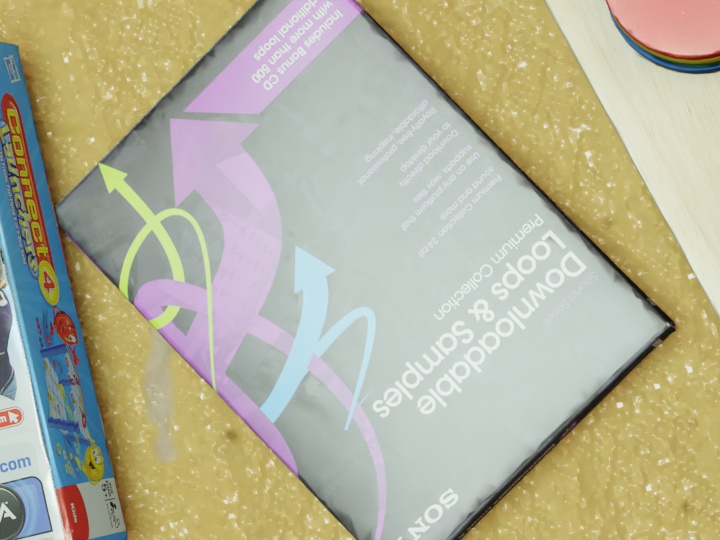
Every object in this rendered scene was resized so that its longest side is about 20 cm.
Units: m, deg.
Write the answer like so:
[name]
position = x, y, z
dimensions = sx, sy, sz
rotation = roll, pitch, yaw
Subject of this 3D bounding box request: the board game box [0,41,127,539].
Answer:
[board game box]
position = -0.206, 0.031, 1.070
dimensions = 0.200, 0.056, 0.196
rotation = -14, 86, 18

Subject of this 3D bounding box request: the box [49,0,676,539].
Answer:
[box]
position = 0.000, 0.000, 1.063
dimensions = 0.200, 0.036, 0.143
rotation = 45, 96, 7

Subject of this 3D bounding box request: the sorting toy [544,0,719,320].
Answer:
[sorting toy]
position = 0.186, -0.086, 1.019
dimensions = 0.198, 0.070, 0.200
rotation = -29, 84, 7
